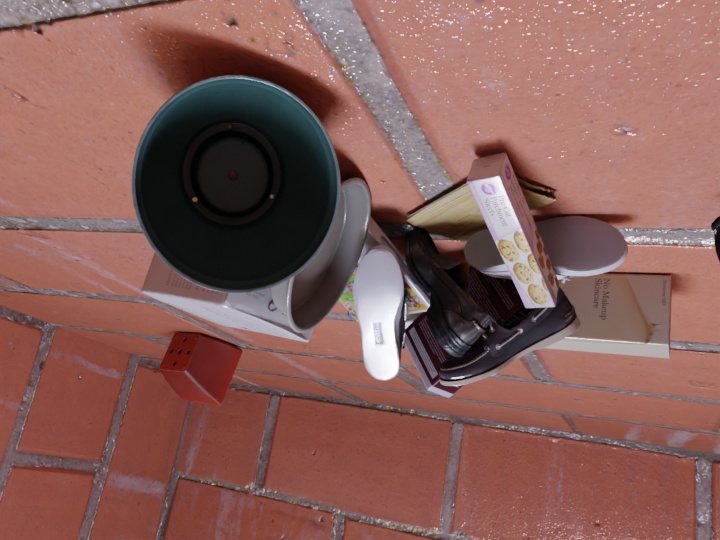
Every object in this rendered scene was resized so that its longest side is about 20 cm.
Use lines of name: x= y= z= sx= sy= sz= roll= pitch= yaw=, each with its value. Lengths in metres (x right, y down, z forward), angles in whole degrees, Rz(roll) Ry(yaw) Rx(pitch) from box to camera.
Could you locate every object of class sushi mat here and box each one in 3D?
sushi mat: x=0.141 y=-0.076 z=0.797 sx=0.094 sy=0.012 sz=0.199 roll=17 pitch=162 yaw=-21

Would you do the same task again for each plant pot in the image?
plant pot: x=-0.129 y=-0.094 z=0.667 sx=0.196 sy=0.205 sz=0.134 roll=17 pitch=-171 yaw=-18
plant pot: x=-0.548 y=0.310 z=2.145 sx=0.196 sy=0.204 sz=0.177 roll=-1 pitch=146 yaw=34

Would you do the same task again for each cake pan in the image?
cake pan: x=-0.049 y=-0.023 z=0.796 sx=0.036 sy=0.204 sz=0.201 roll=23 pitch=167 yaw=18

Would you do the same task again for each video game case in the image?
video game case: x=0.000 y=0.000 z=0.978 sx=0.183 sy=0.023 sz=0.198 roll=50 pitch=148 yaw=-18

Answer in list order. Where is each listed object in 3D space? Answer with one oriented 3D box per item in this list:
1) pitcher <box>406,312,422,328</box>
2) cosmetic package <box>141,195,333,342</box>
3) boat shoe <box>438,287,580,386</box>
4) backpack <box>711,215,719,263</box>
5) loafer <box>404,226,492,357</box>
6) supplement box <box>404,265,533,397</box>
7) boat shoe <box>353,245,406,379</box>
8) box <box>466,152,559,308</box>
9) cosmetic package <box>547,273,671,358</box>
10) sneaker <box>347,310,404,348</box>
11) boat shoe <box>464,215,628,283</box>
pitcher: x=0.146 y=0.091 z=1.066 sx=0.122 sy=0.173 sz=0.198 roll=-47 pitch=137 yaw=15
cosmetic package: x=-0.165 y=-0.013 z=0.899 sx=0.197 sy=0.170 sz=0.166 roll=5 pitch=163 yaw=42
boat shoe: x=0.183 y=0.083 z=0.831 sx=0.196 sy=0.064 sz=0.073 roll=-27 pitch=-170 yaw=5
backpack: x=0.435 y=0.015 z=0.583 sx=0.149 sy=0.205 sz=0.176 roll=-7 pitch=159 yaw=5
loafer: x=0.115 y=0.013 z=0.841 sx=0.072 sy=0.203 sz=0.072 roll=-39 pitch=140 yaw=23
supplement box: x=0.159 y=0.074 z=0.921 sx=0.060 sy=0.110 sz=0.200 roll=25 pitch=118 yaw=-42
boat shoe: x=0.035 y=0.052 z=0.906 sx=0.070 sy=0.068 sz=0.205 roll=1 pitch=116 yaw=15
box: x=0.175 y=-0.038 z=0.719 sx=0.041 sy=0.039 sz=0.202 roll=-6 pitch=132 yaw=33
cosmetic package: x=0.350 y=0.063 z=0.944 sx=0.195 sy=0.106 sz=0.073 roll=0 pitch=159 yaw=29
sneaker: x=0.068 y=0.104 z=1.265 sx=0.195 sy=0.091 sz=0.079 roll=9 pitch=162 yaw=9
boat shoe: x=0.237 y=-0.014 z=0.816 sx=0.197 sy=0.077 sz=0.086 roll=-5 pitch=159 yaw=29
